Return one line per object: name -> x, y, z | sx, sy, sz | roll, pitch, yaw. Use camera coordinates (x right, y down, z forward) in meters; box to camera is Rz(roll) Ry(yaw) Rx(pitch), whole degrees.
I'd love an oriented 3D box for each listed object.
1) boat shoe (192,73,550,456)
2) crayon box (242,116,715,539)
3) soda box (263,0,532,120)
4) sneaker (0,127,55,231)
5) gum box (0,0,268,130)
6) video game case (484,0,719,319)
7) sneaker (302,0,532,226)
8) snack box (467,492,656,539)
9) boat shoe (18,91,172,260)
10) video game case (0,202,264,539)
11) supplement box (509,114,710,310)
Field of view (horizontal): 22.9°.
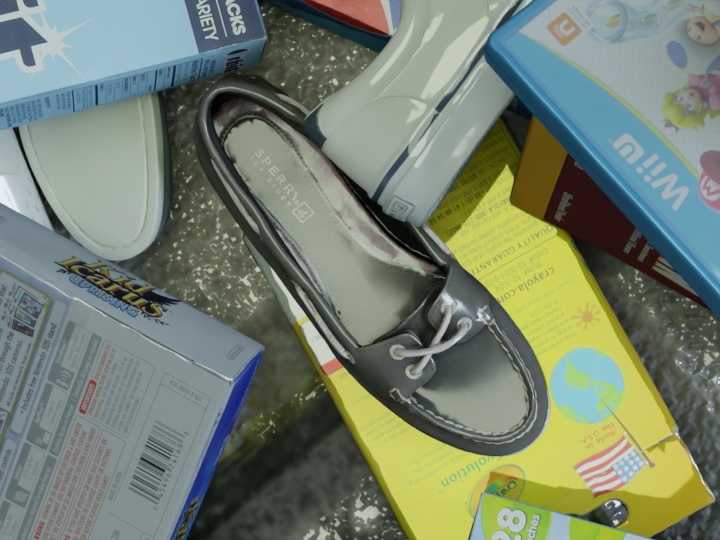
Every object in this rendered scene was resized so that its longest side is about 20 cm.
boat shoe -> 0.000, 0.000, 0.730 | 0.067, 0.057, 0.200 | -42, 83, 3
crayon box -> 0.051, 0.041, 0.777 | 0.126, 0.051, 0.201 | -29, 84, 4
soda box -> 0.005, -0.136, 0.782 | 0.199, 0.068, 0.065 | 24, 89, 7
sneaker -> -0.168, -0.011, 0.792 | 0.073, 0.080, 0.201 | -26, 86, 3
gum box -> -0.156, -0.144, 0.719 | 0.199, 0.045, 0.171 | -15, 84, -11
video game case -> 0.163, -0.087, 0.622 | 0.200, 0.018, 0.143 | -39, 78, -11
sneaker -> 0.052, -0.116, 0.699 | 0.071, 0.073, 0.201 | 35, 83, 0
snack box -> 0.100, 0.207, 0.690 | 0.167, 0.068, 0.201 | 15, 78, 8
boat shoe -> -0.118, -0.103, 0.796 | 0.072, 0.062, 0.201 | -21, 83, 26
video game case -> -0.157, 0.077, 0.765 | 0.180, 0.045, 0.201 | 27, 115, 7
supplement box -> 0.195, -0.085, 0.701 | 0.196, 0.133, 0.201 | 28, 75, 7
